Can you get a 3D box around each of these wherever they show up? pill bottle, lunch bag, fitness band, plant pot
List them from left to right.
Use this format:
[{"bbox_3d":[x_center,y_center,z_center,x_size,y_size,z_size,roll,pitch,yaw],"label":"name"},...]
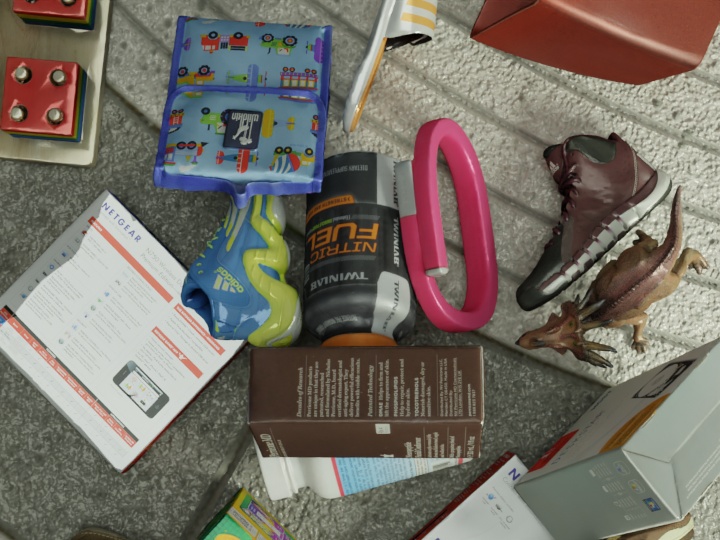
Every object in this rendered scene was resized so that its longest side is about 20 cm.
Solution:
[{"bbox_3d":[-0.105,-0.133,1.108,0.148,0.095,0.202,3,50,-1],"label":"lunch bag"},{"bbox_3d":[0.000,0.000,1.110,0.105,0.107,0.202,1,64,-2],"label":"pill bottle"},{"bbox_3d":[0.002,0.150,1.130,0.198,0.109,0.110,-15,87,-3],"label":"pill bottle"},{"bbox_3d":[0.086,-0.043,1.130,0.037,0.143,0.203,-11,80,30],"label":"fitness band"},{"bbox_3d":[0.245,-0.281,1.135,0.175,0.200,0.202,27,86,-13],"label":"plant pot"}]

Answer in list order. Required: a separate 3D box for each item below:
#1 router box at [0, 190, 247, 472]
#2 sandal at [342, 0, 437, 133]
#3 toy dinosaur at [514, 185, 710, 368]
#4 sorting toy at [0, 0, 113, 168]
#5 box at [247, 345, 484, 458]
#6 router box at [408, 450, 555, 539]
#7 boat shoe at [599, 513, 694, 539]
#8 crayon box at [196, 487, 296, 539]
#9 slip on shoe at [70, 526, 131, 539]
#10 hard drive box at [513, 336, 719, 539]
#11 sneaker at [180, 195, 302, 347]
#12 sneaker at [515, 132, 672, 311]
[{"bbox_3d":[-0.233,0.058,1.152,0.179,0.049,0.200,-45,88,-4],"label":"router box"},{"bbox_3d":[0.039,-0.226,1.177,0.059,0.079,0.209,20,94,-1],"label":"sandal"},{"bbox_3d":[0.248,0.020,1.122,0.086,0.135,0.201,45,118,19],"label":"toy dinosaur"},{"bbox_3d":[-0.350,-0.213,1.164,0.196,0.070,0.203,5,86,-1],"label":"sorting toy"},{"bbox_3d":[0.007,0.114,1.031,0.197,0.100,0.076,1,65,5],"label":"box"},{"bbox_3d":[0.143,0.309,1.153,0.179,0.049,0.200,-41,88,-4],"label":"router box"},{"bbox_3d":[0.249,0.278,1.105,0.201,0.074,0.076,-10,89,-47],"label":"boat shoe"},{"bbox_3d":[-0.089,0.265,1.074,0.119,0.200,0.058,44,86,2],"label":"crayon box"},{"bbox_3d":[-0.189,0.300,1.135,0.198,0.061,0.077,24,91,1],"label":"slip on shoe"},{"bbox_3d":[0.249,0.158,1.070,0.156,0.200,0.077,-40,87,-28],"label":"hard drive box"},{"bbox_3d":[-0.120,-0.018,1.117,0.104,0.076,0.202,-4,54,-19],"label":"sneaker"},{"bbox_3d":[0.200,-0.059,1.175,0.200,0.076,0.116,-40,83,-14],"label":"sneaker"}]
